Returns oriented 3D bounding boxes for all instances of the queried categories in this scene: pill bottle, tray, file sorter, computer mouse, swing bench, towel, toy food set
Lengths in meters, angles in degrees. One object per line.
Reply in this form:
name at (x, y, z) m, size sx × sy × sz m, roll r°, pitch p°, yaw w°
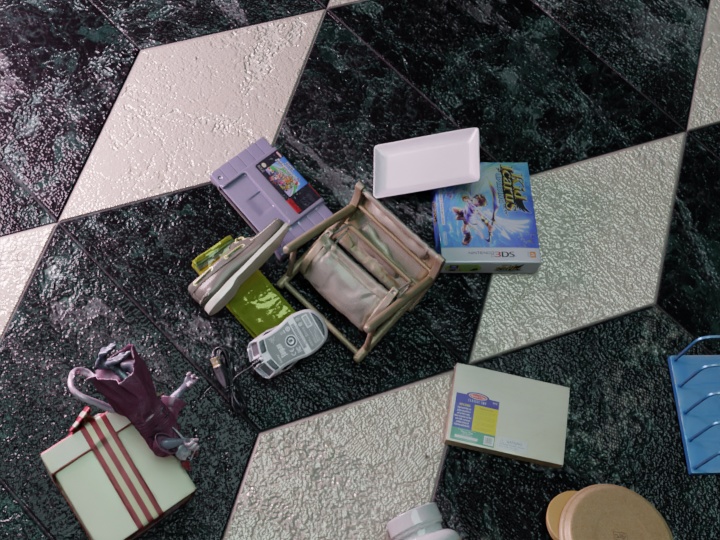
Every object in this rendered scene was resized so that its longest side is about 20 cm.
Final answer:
pill bottle at (0.114, 0.453, 1.518) m, size 0.111 × 0.113 × 0.203 m, roll -18°, pitch 69°, yaw -15°
tray at (0.118, -0.186, 1.818) m, size 0.196 × 0.022 × 0.110 m, roll -8°, pitch 64°, yaw 20°
file sorter at (0.606, 0.218, 1.686) m, size 0.136 × 0.123 × 0.204 m, roll 0°, pitch 66°, yaw -7°
computer mouse at (-0.141, 0.135, 1.657) m, size 0.198 × 0.044 × 0.111 m, roll -29°, pitch 87°, yaw -16°
swing bench at (0.000, 0.000, 1.703) m, size 0.199 × 0.130 × 0.200 m, roll 42°, pitch 62°, yaw 13°
towel at (-0.189, 0.035, 1.719) m, size 0.086 × 0.018 × 0.200 m, roll -38°, pitch 76°, yaw -20°
toy food set at (0.393, 0.426, 1.591) m, size 0.196 × 0.049 × 0.201 m, roll -4°, pitch 54°, yaw -16°

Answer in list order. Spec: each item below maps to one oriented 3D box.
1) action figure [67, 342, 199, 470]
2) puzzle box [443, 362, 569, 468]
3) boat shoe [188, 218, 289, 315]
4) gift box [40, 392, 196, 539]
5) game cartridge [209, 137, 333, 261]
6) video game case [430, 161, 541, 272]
action figure at (-0.290, 0.200, 1.392) m, size 0.147 × 0.134 × 0.202 m, roll -27°, pitch 111°, yaw 10°
puzzle box at (0.240, 0.236, 1.681) m, size 0.196 × 0.026 × 0.135 m, roll 13°, pitch 65°, yaw -2°
boat shoe at (-0.197, -0.019, 1.691) m, size 0.060 × 0.072 × 0.202 m, roll 40°, pitch 73°, yaw 9°
gift box at (-0.345, 0.286, 1.501) m, size 0.198 × 0.185 × 0.188 m, roll -32°, pitch 83°, yaw -26°
game cartridge at (-0.153, -0.129, 1.791) m, size 0.129 × 0.039 × 0.200 m, roll -39°, pitch 76°, yaw -17°
video game case at (0.218, -0.095, 1.818) m, size 0.177 × 0.046 × 0.204 m, roll 0°, pitch 65°, yaw -9°
